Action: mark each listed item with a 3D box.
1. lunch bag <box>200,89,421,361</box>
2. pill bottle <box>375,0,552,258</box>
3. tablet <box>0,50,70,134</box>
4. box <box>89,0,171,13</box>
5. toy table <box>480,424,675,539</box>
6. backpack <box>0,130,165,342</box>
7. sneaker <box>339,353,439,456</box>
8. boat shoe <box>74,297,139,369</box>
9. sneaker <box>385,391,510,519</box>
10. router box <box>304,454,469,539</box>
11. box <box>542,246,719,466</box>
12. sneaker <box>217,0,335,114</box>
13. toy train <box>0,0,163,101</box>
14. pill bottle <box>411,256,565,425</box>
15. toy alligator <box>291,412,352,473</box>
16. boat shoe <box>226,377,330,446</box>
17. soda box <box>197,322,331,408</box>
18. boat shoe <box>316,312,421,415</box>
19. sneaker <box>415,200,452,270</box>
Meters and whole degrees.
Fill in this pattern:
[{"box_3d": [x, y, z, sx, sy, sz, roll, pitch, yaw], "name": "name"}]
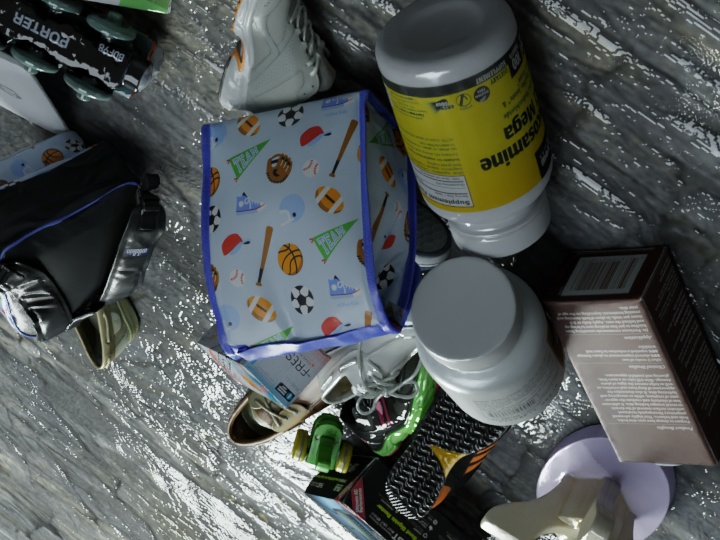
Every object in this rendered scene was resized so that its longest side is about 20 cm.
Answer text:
[{"box_3d": [-0.041, -0.029, 1.375, 0.169, 0.202, 0.124, -11, 159, 26], "name": "lunch bag"}, {"box_3d": [0.090, -0.112, 1.292, 0.112, 0.113, 0.201, 6, 135, 31], "name": "pill bottle"}, {"box_3d": [-0.350, -0.186, 1.547, 0.129, 0.014, 0.200, 28, 169, 8], "name": "tablet"}, {"box_3d": [-0.242, -0.287, 1.337, 0.198, 0.037, 0.145, 9, 144, -13], "name": "box"}, {"box_3d": [0.220, 0.249, 1.586, 0.183, 0.117, 0.201, 24, 142, 13], "name": "toy table"}, {"box_3d": [-0.306, -0.029, 1.618, 0.154, 0.199, 0.191, 52, 155, 32], "name": "backpack"}, {"box_3d": [0.027, 0.121, 1.621, 0.083, 0.077, 0.200, 30, 142, -1], "name": "sneaker"}, {"box_3d": [-0.308, 0.016, 1.762, 0.073, 0.063, 0.202, 6, 135, 31], "name": "boat shoe"}, {"box_3d": [0.104, 0.161, 1.621, 0.070, 0.090, 0.200, 44, 118, 13], "name": "sneaker"}, {"box_3d": [0.045, 0.283, 1.753, 0.200, 0.062, 0.150, 43, 166, -10], "name": "router box"}, {"box_3d": [0.247, 0.077, 1.416, 0.100, 0.075, 0.201, -2, 128, 37], "name": "box"}, {"box_3d": [-0.058, -0.195, 1.355, 0.091, 0.076, 0.200, 23, 149, 2], "name": "sneaker"}, {"box_3d": [-0.269, -0.218, 1.446, 0.199, 0.114, 0.086, 26, 107, 2], "name": "toy train"}, {"box_3d": [0.108, 0.059, 1.401, 0.114, 0.115, 0.200, 17, 169, 20], "name": "pill bottle"}, {"box_3d": [-0.039, 0.177, 1.717, 0.059, 0.055, 0.200, 15, 179, -3], "name": "toy alligator"}, {"box_3d": [-0.080, 0.139, 1.713, 0.076, 0.074, 0.200, 47, 142, 0], "name": "boat shoe"}, {"box_3d": [-0.099, 0.079, 1.606, 0.064, 0.068, 0.200, 45, 170, -15], "name": "soda box"}, {"box_3d": [0.013, 0.093, 1.528, 0.074, 0.087, 0.202, 9, 161, -30], "name": "boat shoe"}, {"box_3d": [0.000, -0.001, 1.498, 0.201, 0.077, 0.147, 17, 133, 30], "name": "sneaker"}]
